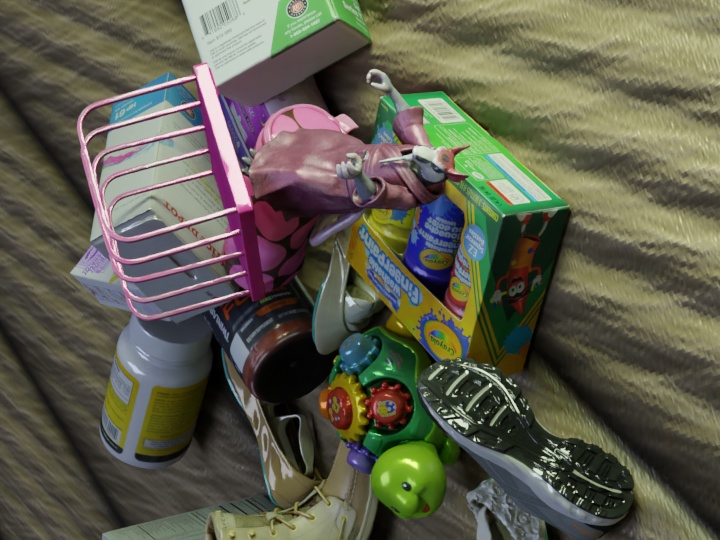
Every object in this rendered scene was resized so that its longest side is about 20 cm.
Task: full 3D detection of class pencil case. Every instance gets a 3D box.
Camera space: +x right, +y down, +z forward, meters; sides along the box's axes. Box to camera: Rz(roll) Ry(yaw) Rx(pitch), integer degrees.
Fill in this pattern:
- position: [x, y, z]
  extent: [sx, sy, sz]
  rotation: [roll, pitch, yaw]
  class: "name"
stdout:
- position: [-0.067, -0.065, 1.553]
  extent: [0.091, 0.093, 0.201]
  rotation: [44, 143, 11]
  class: "pencil case"

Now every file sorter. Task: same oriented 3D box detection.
- position: [-0.164, -0.057, 1.431]
  extent: [0.200, 0.124, 0.140]
  rotation: [90, 163, -68]
  class: "file sorter"

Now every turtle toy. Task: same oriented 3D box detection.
- position: [0.029, 0.135, 1.509]
  extent: [0.201, 0.100, 0.147]
  rotation: [58, 143, 34]
  class: "turtle toy"

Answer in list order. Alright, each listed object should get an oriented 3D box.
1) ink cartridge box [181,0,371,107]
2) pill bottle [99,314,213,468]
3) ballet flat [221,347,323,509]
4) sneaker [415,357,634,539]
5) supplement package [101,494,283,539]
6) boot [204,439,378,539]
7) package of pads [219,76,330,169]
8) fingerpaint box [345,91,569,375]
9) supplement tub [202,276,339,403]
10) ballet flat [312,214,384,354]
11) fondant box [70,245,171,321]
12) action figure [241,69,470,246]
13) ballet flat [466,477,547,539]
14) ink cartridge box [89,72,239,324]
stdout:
- position: [-0.094, -0.279, 1.567]
  extent: [0.146, 0.083, 0.202]
  rotation: [-25, 72, 21]
  class: "ink cartridge box"
- position: [-0.235, 0.125, 1.940]
  extent: [0.115, 0.113, 0.201]
  rotation: [55, 141, 36]
  class: "pill bottle"
- position: [-0.088, 0.152, 1.766]
  extent: [0.063, 0.068, 0.202]
  rotation: [-30, 72, 28]
  class: "ballet flat"
- position: [0.122, 0.148, 1.333]
  extent: [0.200, 0.074, 0.080]
  rotation: [38, 145, 15]
  class: "sneaker"
- position: [-0.157, 0.372, 1.787]
  extent: [0.147, 0.198, 0.194]
  rotation: [23, 118, 54]
  class: "supplement package"
- position: [-0.070, 0.242, 1.627]
  extent: [0.073, 0.154, 0.202]
  rotation: [-138, 61, -68]
  class: "boot"
- position: [-0.092, -0.162, 1.662]
  extent: [0.201, 0.075, 0.121]
  rotation: [65, 150, 26]
  class: "package of pads"
- position: [0.075, -0.031, 1.415]
  extent: [0.200, 0.073, 0.168]
  rotation: [49, 136, 43]
  class: "fingerpaint box"
- position: [-0.109, 0.035, 1.711]
  extent: [0.200, 0.106, 0.108]
  rotation: [53, 139, 38]
  class: "supplement tub"
- position: [0.000, 0.000, 1.568]
  extent: [0.069, 0.069, 0.202]
  rotation: [41, 130, 47]
  class: "ballet flat"
- position: [-0.229, -0.026, 1.866]
  extent: [0.058, 0.145, 0.199]
  rotation: [44, 162, -26]
  class: "fondant box"
- position: [0.006, -0.070, 1.351]
  extent: [0.198, 0.134, 0.150]
  rotation: [3, 132, 34]
  class: "action figure"
- position: [0.137, 0.267, 1.397]
  extent: [0.072, 0.071, 0.202]
  rotation: [-42, 62, 55]
  class: "ballet flat"
- position: [-0.186, -0.071, 1.658]
  extent: [0.084, 0.145, 0.201]
  rotation: [-24, 41, 23]
  class: "ink cartridge box"
